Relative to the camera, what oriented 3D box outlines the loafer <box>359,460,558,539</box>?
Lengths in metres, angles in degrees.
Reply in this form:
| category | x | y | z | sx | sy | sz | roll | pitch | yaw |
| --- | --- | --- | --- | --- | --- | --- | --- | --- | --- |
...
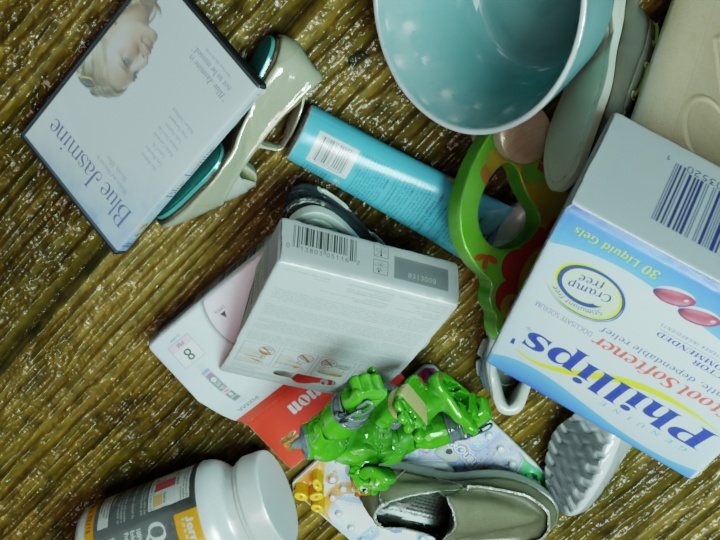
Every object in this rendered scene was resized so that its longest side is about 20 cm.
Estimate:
| category | x | y | z | sx | sy | sz | roll | pitch | yaw |
| --- | --- | --- | --- | --- | --- | --- | --- | --- | --- |
| loafer | 0.093 | 0.235 | 0.985 | 0.196 | 0.070 | 0.077 | 6 | 114 | -1 |

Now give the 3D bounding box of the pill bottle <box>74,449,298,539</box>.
| category | x | y | z | sx | sy | sz | roll | pitch | yaw |
| --- | --- | --- | --- | --- | --- | --- | --- | --- | --- |
| pill bottle | -0.168 | 0.254 | 1.007 | 0.197 | 0.117 | 0.118 | -22 | 110 | 10 |

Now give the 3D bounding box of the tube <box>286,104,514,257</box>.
| category | x | y | z | sx | sy | sz | roll | pitch | yaw |
| --- | --- | --- | --- | --- | --- | --- | --- | --- | --- |
| tube | 0.032 | -0.075 | 0.905 | 0.198 | 0.051 | 0.078 | 28 | 139 | -12 |

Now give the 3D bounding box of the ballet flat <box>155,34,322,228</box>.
| category | x | y | z | sx | sy | sz | roll | pitch | yaw |
| --- | --- | --- | --- | --- | --- | --- | --- | --- | --- |
| ballet flat | -0.102 | -0.107 | 0.890 | 0.069 | 0.070 | 0.201 | 35 | 108 | -12 |

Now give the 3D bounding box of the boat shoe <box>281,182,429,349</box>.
| category | x | y | z | sx | sy | sz | roll | pitch | yaw |
| --- | --- | --- | --- | --- | --- | --- | --- | --- | --- |
| boat shoe | 0.000 | 0.000 | 0.927 | 0.075 | 0.061 | 0.201 | -27 | 127 | 12 |

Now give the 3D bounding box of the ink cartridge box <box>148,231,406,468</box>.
| category | x | y | z | sx | sy | sz | roll | pitch | yaw |
| --- | --- | --- | --- | --- | --- | --- | --- | --- | --- |
| ink cartridge box | -0.076 | 0.087 | 0.974 | 0.162 | 0.057 | 0.201 | -37 | 102 | 15 |

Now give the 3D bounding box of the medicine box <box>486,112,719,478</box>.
| category | x | y | z | sx | sy | sz | roll | pitch | yaw |
| --- | --- | --- | --- | --- | --- | --- | --- | --- | --- |
| medicine box | 0.209 | 0.025 | 0.727 | 0.180 | 0.103 | 0.201 | 29 | 145 | 9 |

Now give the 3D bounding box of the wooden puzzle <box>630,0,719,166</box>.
| category | x | y | z | sx | sy | sz | roll | pitch | yaw |
| --- | --- | --- | --- | --- | --- | --- | --- | --- | --- |
| wooden puzzle | 0.299 | -0.108 | 0.828 | 0.199 | 0.187 | 0.046 | 37 | 149 | -18 |

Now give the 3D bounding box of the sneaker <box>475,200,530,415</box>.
| category | x | y | z | sx | sy | sz | roll | pitch | yaw |
| --- | --- | --- | --- | --- | --- | --- | --- | --- | --- |
| sneaker | 0.148 | 0.038 | 0.927 | 0.073 | 0.087 | 0.204 | 4 | 111 | 3 |

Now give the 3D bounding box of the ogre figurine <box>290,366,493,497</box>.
| category | x | y | z | sx | sy | sz | roll | pitch | yaw |
| --- | --- | --- | --- | --- | --- | --- | --- | --- | --- |
| ogre figurine | 0.025 | 0.137 | 0.917 | 0.119 | 0.199 | 0.099 | -33 | 81 | 30 |

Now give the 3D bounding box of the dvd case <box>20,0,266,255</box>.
| category | x | y | z | sx | sy | sz | roll | pitch | yaw |
| --- | --- | --- | --- | --- | --- | --- | --- | --- | --- |
| dvd case | -0.188 | -0.134 | 0.872 | 0.200 | 0.018 | 0.143 | -45 | 80 | 18 |

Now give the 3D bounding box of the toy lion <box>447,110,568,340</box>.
| category | x | y | z | sx | sy | sz | roll | pitch | yaw |
| --- | --- | --- | --- | --- | --- | --- | --- | --- | --- |
| toy lion | 0.157 | -0.015 | 0.872 | 0.198 | 0.069 | 0.194 | 26 | 88 | -19 |

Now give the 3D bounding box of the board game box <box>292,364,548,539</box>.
| category | x | y | z | sx | sy | sz | roll | pitch | yaw |
| --- | --- | --- | --- | --- | --- | --- | --- | --- | --- |
| board game box | 0.065 | 0.222 | 1.033 | 0.200 | 0.026 | 0.200 | -42 | 106 | 16 |

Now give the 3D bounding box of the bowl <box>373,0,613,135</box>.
| category | x | y | z | sx | sy | sz | roll | pitch | yaw |
| --- | --- | --- | --- | --- | --- | --- | --- | --- | --- |
| bowl | 0.114 | -0.213 | 0.790 | 0.199 | 0.104 | 0.205 | 17 | 115 | 41 |

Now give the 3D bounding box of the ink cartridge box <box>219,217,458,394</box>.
| category | x | y | z | sx | sy | sz | roll | pitch | yaw |
| --- | --- | --- | --- | --- | --- | --- | --- | --- | --- |
| ink cartridge box | -0.024 | 0.043 | 0.904 | 0.157 | 0.048 | 0.201 | 13 | 146 | -16 |

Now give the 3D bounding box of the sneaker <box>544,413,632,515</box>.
| category | x | y | z | sx | sy | sz | roll | pitch | yaw |
| --- | --- | --- | --- | --- | --- | --- | --- | --- | --- |
| sneaker | 0.244 | 0.152 | 0.974 | 0.081 | 0.075 | 0.202 | 10 | 117 | -31 |

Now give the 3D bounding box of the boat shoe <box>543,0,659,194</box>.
| category | x | y | z | sx | sy | sz | roll | pitch | yaw |
| --- | --- | --- | --- | --- | --- | --- | --- | --- | --- |
| boat shoe | 0.194 | -0.138 | 0.810 | 0.060 | 0.204 | 0.072 | 29 | 149 | -18 |
